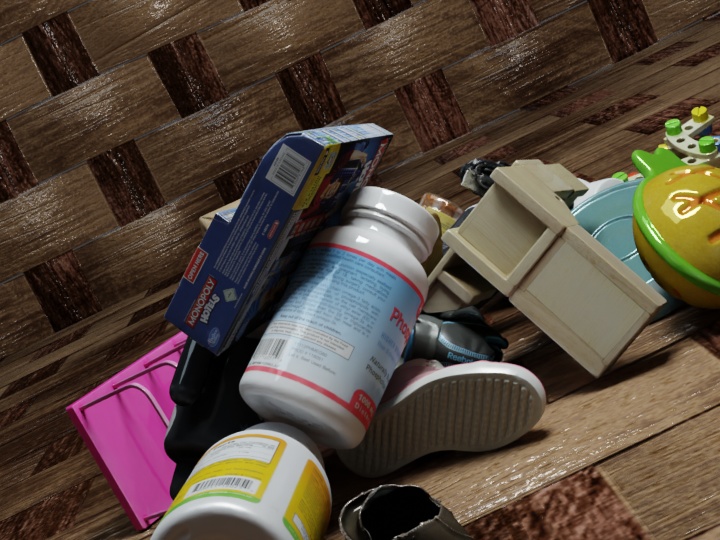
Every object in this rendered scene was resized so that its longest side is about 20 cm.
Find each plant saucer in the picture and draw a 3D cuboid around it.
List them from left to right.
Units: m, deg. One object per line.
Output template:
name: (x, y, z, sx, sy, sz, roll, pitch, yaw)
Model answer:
plant saucer: (0.246, -0.022, 1.250, 0.200, 0.027, 0.200, -24, 35, 18)

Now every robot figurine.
robot figurine: (-0.099, 0.120, 1.181, 0.150, 0.125, 0.200, 99, -174, -67)

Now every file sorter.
file sorter: (-0.154, 0.135, 1.315, 0.125, 0.139, 0.200, -24, 8, 43)

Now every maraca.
maraca: (0.292, -0.042, 1.137, 0.200, 0.137, 0.107, -87, 23, -53)

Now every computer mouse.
computer mouse: (0.116, -0.014, 1.348, 0.200, 0.138, 0.053, -52, 35, 30)

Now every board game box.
board game box: (-0.057, -0.043, 1.143, 0.200, 0.062, 0.200, -61, -14, 19)

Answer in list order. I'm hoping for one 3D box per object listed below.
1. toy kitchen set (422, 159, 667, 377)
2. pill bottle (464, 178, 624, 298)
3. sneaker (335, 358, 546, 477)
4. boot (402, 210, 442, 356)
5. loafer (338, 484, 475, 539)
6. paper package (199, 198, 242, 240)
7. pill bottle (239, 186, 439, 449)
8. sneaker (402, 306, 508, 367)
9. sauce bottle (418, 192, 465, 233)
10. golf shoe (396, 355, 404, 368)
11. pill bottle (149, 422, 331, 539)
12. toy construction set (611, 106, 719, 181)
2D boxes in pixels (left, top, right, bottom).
toy kitchen set: (0.163, 0.022, 1.184, 0.163, 0.180, 0.200, -53, -15, 19)
pill bottle: (0.202, -0.038, 1.438, 0.200, 0.112, 0.112, -15, 14, 48)
sneaker: (0.076, 0.103, 1.107, 0.200, 0.075, 0.105, -24, 14, 36)
boot: (0.000, 0.000, 1.296, 0.155, 0.200, 0.073, 19, 54, 19)
loafer: (0.031, 0.169, 0.882, 0.073, 0.071, 0.200, -28, 10, -16)
paper package: (-0.063, 0.004, 1.474, 0.190, 0.200, 0.103, -26, 49, -17)
pill bottle: (-0.011, 0.036, 1.092, 0.109, 0.109, 0.200, -10, 49, 58)
sneaker: (0.099, 0.076, 1.272, 0.082, 0.073, 0.200, 16, 10, 13)
sauce bottle: (0.050, 0.015, 1.443, 0.200, 0.066, 0.066, -61, 13, -3)
golf shoe: (0.011, 0.090, 1.259, 0.097, 0.078, 0.200, -17, -12, -19)
pill bottle: (-0.081, 0.183, 0.977, 0.111, 0.111, 0.200, -24, 9, 12)
toy construction set: (0.328, -0.101, 1.511, 0.200, 0.092, 0.131, -32, 33, 12)
